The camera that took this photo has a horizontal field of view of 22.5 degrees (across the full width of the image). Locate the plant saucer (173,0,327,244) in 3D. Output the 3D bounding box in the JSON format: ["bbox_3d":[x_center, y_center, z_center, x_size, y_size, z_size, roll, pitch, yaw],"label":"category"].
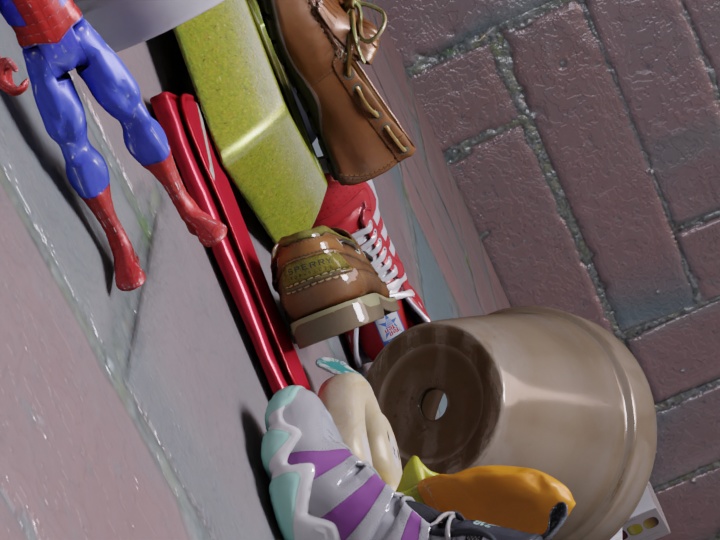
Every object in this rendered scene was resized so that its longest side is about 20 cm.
[{"bbox_3d":[-0.077,-0.129,1.191,0.200,0.048,0.200,62,7,-70],"label":"plant saucer"}]

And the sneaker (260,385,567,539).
[{"bbox_3d":[0.036,0.134,0.925,0.078,0.140,0.200,47,22,-69],"label":"sneaker"}]

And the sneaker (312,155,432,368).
[{"bbox_3d":[0.000,0.000,1.341,0.200,0.071,0.113,58,8,-62],"label":"sneaker"}]

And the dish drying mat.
[{"bbox_3d":[-0.071,-0.010,1.063,0.077,0.018,0.200,-19,86,-85],"label":"dish drying mat"}]

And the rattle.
[{"bbox_3d":[0.042,0.099,1.090,0.130,0.143,0.200,59,12,-6],"label":"rattle"}]

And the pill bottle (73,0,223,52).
[{"bbox_3d":[-0.132,-0.209,0.843,0.116,0.116,0.200,-90,156,-72],"label":"pill bottle"}]

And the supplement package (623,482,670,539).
[{"bbox_3d":[0.517,0.457,3.503,0.200,0.114,0.110,51,17,-62],"label":"supplement package"}]

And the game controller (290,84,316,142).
[{"bbox_3d":[-0.086,-0.181,1.369,0.104,0.042,0.200,-108,171,-49],"label":"game controller"}]

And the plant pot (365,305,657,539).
[{"bbox_3d":[0.093,0.110,1.318,0.173,0.200,0.200,25,40,-56],"label":"plant pot"}]

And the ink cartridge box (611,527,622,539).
[{"bbox_3d":[0.153,0.218,1.409,0.039,0.099,0.201,-5,97,-58],"label":"ink cartridge box"}]

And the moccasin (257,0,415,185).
[{"bbox_3d":[-0.016,-0.150,1.210,0.074,0.078,0.202,-105,171,-63],"label":"moccasin"}]

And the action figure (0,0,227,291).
[{"bbox_3d":[-0.115,-0.080,0.745,0.200,0.065,0.099,64,-8,-24],"label":"action figure"}]

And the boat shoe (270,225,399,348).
[{"bbox_3d":[-0.018,0.005,1.119,0.200,0.072,0.068,146,-76,-86],"label":"boat shoe"}]
